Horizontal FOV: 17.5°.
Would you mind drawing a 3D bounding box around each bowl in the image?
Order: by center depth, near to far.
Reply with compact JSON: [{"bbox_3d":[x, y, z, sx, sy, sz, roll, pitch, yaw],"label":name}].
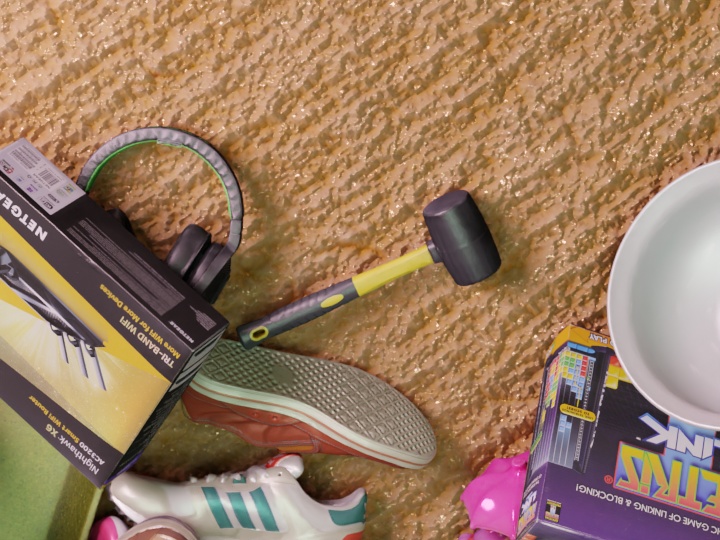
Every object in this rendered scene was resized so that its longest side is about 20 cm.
[{"bbox_3d":[0.285,0.024,1.672,0.201,0.090,0.202,-8,73,25],"label":"bowl"}]

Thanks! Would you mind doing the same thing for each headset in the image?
[{"bbox_3d":[-0.152,-0.004,1.686,0.123,0.094,0.201,11,93,0],"label":"headset"}]

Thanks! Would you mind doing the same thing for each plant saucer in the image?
[{"bbox_3d":[-0.295,0.158,1.736,0.199,0.048,0.200,17,107,-8],"label":"plant saucer"}]

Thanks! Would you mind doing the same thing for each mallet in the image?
[{"bbox_3d":[0.000,0.000,1.694,0.200,0.041,0.066,-18,108,2],"label":"mallet"}]

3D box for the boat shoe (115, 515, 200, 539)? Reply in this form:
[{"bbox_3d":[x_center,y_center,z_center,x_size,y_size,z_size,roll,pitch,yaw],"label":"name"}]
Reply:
[{"bbox_3d":[-0.200,0.254,1.691,0.200,0.072,0.076,-42,100,14],"label":"boat shoe"}]

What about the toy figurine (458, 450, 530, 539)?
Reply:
[{"bbox_3d":[0.144,0.225,1.758,0.184,0.150,0.200,47,126,-2],"label":"toy figurine"}]

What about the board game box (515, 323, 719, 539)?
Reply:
[{"bbox_3d":[0.222,0.147,1.697,0.200,0.166,0.057,17,147,-9],"label":"board game box"}]

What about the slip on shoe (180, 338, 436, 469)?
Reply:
[{"bbox_3d":[-0.040,0.106,1.724,0.200,0.074,0.061,16,131,-9],"label":"slip on shoe"}]

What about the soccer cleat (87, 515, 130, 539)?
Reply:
[{"bbox_3d":[-0.181,0.279,1.782,0.086,0.070,0.200,2,109,-26],"label":"soccer cleat"}]

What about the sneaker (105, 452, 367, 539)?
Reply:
[{"bbox_3d":[-0.088,0.169,1.746,0.199,0.070,0.094,21,94,-9],"label":"sneaker"}]

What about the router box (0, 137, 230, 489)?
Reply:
[{"bbox_3d":[-0.208,0.031,1.630,0.200,0.052,0.157,41,127,8],"label":"router box"}]
